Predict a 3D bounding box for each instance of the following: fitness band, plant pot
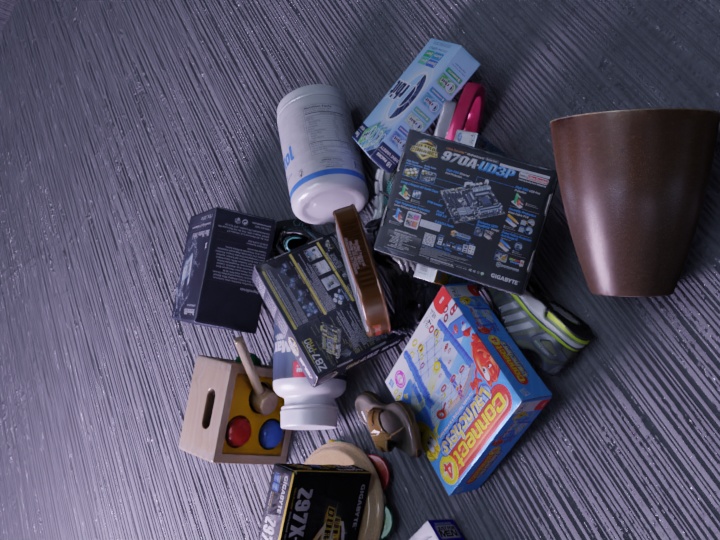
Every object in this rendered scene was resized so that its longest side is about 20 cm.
[{"bbox_3d":[0.133,-0.167,1.124,0.037,0.143,0.202,18,90,18],"label":"fitness band"},{"bbox_3d":[0.314,-0.074,0.916,0.186,0.186,0.203,3,96,44],"label":"plant pot"}]

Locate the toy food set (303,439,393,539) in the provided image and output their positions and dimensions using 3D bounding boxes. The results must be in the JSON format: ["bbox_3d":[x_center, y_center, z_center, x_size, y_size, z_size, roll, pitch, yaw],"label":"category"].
[{"bbox_3d":[-0.029,0.359,1.205,0.199,0.048,0.200,28,98,45],"label":"toy food set"}]

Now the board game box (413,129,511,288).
[{"bbox_3d":[0.145,-0.075,1.087,0.034,0.134,0.202,17,92,33],"label":"board game box"}]

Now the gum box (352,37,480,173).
[{"bbox_3d":[0.077,-0.251,1.187,0.200,0.044,0.170,-50,20,9],"label":"gum box"}]

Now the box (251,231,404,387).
[{"bbox_3d":[-0.049,0.053,1.199,0.201,0.160,0.049,57,153,18],"label":"box"}]

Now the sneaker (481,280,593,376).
[{"bbox_3d":[0.207,0.059,1.041,0.200,0.073,0.082,45,113,43],"label":"sneaker"}]

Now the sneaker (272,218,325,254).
[{"bbox_3d":[-0.114,-0.054,1.375,0.199,0.079,0.076,17,91,46],"label":"sneaker"}]

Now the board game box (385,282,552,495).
[{"bbox_3d":[0.134,0.157,1.057,0.197,0.055,0.201,58,135,37],"label":"board game box"}]

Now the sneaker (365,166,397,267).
[{"bbox_3d":[0.067,-0.094,1.224,0.091,0.077,0.203,16,98,36],"label":"sneaker"}]

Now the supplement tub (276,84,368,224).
[{"bbox_3d":[-0.065,-0.192,1.327,0.131,0.131,0.202,-31,59,34],"label":"supplement tub"}]

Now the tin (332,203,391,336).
[{"bbox_3d":[0.000,0.000,1.148,0.041,0.112,0.202,-17,65,-1],"label":"tin"}]

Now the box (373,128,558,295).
[{"bbox_3d":[0.132,-0.073,0.997,0.198,0.046,0.161,17,91,10],"label":"box"}]

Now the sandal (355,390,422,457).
[{"bbox_3d":[0.030,0.221,1.129,0.199,0.054,0.083,14,123,64],"label":"sandal"}]

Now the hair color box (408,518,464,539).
[{"bbox_3d":[0.121,0.440,1.028,0.110,0.064,0.201,-51,51,22],"label":"hair color box"}]

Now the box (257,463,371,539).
[{"bbox_3d":[-0.070,0.371,1.095,0.049,0.159,0.203,9,84,44],"label":"box"}]

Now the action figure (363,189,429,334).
[{"bbox_3d":[0.073,-0.017,1.137,0.101,0.118,0.203,6,107,51],"label":"action figure"}]

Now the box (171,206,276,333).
[{"bbox_3d":[-0.249,0.002,1.423,0.196,0.116,0.203,-4,76,65],"label":"box"}]

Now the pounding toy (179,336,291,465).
[{"bbox_3d":[-0.190,0.212,1.303,0.141,0.183,0.203,6,83,44],"label":"pounding toy"}]

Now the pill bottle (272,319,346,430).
[{"bbox_3d":[-0.080,0.148,1.260,0.119,0.119,0.203,-14,70,41],"label":"pill bottle"}]
